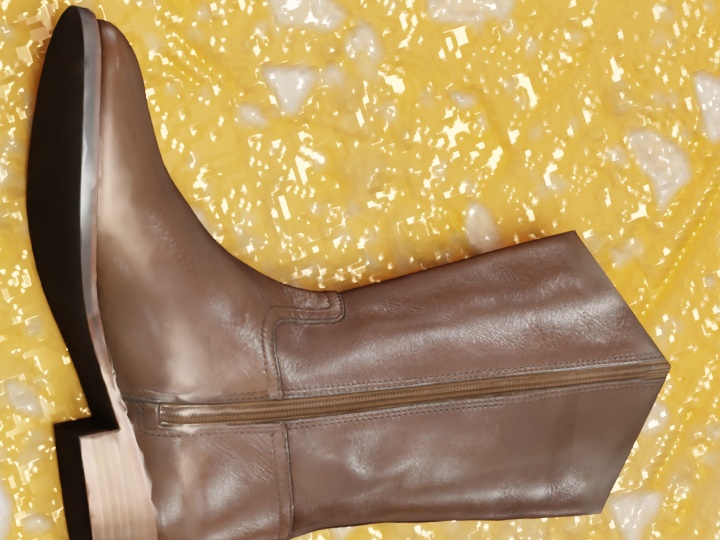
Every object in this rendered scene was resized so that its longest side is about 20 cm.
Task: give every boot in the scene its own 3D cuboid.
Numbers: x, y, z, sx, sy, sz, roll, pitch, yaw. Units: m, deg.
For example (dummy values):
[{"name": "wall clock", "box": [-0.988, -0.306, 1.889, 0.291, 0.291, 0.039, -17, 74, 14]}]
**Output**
[{"name": "boot", "box": [0.000, 0.000, 0.875, 0.200, 0.064, 0.187, -7, 105, -18]}]
